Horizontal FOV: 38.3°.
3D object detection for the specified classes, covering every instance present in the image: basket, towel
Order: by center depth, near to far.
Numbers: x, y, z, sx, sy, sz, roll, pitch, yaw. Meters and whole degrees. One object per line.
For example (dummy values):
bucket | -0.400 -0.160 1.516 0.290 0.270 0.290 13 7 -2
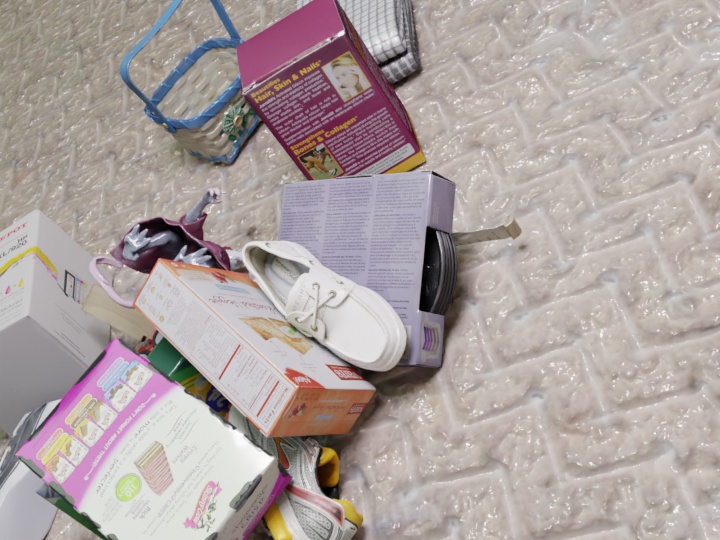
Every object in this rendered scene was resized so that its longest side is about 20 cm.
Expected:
towel | -0.008 -0.304 1.357 0.165 0.086 0.201 -22 43 21
basket | -0.209 -0.256 1.365 0.139 0.200 0.177 14 62 44

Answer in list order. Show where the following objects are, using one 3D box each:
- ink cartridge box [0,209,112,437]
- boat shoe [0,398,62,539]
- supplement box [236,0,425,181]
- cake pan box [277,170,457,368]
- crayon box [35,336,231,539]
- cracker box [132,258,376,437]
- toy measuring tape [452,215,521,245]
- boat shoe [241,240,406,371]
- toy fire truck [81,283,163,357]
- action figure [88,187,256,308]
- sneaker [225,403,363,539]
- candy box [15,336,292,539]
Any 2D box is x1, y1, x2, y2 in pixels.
ink cartridge box | -0.404 0.061 1.255 0.147 0.145 0.200 -29 39 12
boat shoe | -0.369 0.227 1.126 0.068 0.072 0.201 -14 42 24
supplement box | -0.033 -0.186 1.167 0.131 0.200 0.103 -27 41 11
cake pan box | 0.000 0.000 1.021 0.199 0.052 0.185 -2 82 37
crayon box | -0.197 0.173 1.005 0.051 0.126 0.200 22 68 46
cracker box | -0.098 0.071 0.960 0.200 0.134 0.058 40 104 28
toy measuring tape | 0.072 -0.049 1.060 0.199 0.074 0.074 -10 47 30
boat shoe | -0.043 0.031 0.972 0.200 0.069 0.071 33 101 37
toy fire truck | -0.252 0.107 1.128 0.176 0.129 0.200 -48 28 -11
action figure | -0.177 0.000 1.141 0.149 0.200 0.134 -38 82 6
sneaker | -0.060 0.181 0.942 0.082 0.078 0.200 -35 48 -2
candy box | -0.178 0.169 0.891 0.200 0.061 0.137 32 75 26
